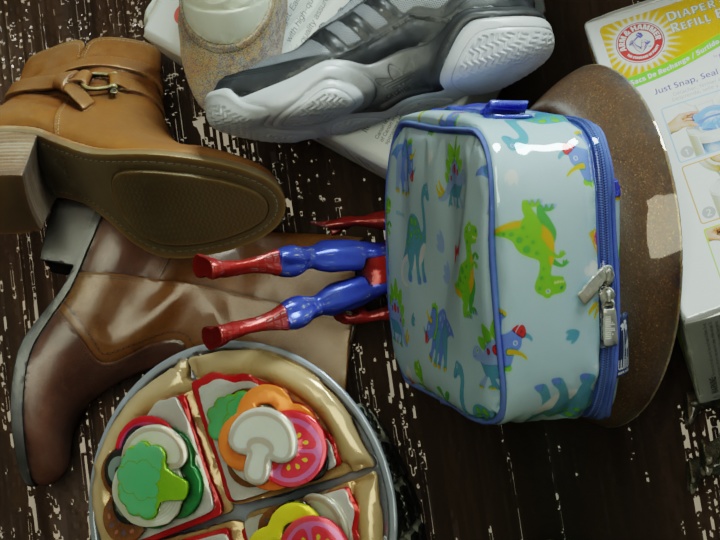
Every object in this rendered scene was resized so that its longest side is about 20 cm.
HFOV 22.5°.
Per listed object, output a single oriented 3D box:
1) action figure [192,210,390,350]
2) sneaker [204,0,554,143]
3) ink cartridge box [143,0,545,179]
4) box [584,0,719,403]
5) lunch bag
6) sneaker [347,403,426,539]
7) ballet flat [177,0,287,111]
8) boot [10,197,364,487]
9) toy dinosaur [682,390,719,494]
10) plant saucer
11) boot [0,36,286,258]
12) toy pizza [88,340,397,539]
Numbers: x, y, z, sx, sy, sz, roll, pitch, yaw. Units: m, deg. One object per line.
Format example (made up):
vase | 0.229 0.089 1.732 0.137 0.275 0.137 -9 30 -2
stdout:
action figure | 0.000 0.000 1.054 0.199 0.052 0.066 -10 92 -24
sneaker | 0.002 -0.145 1.019 0.199 0.075 0.115 -14 80 1
ink cartridge box | -0.009 -0.153 1.101 0.199 0.084 0.145 30 88 12
box | 0.203 -0.048 1.005 0.101 0.113 0.201 -17 60 7
lunch bag | 0.071 -0.010 0.950 0.082 0.200 0.162 -5 97 -14
sneaker | -0.006 0.179 1.054 0.084 0.077 0.201 -9 79 14
ballet flat | -0.075 -0.190 1.042 0.068 0.067 0.201 3 82 12
boot | -0.105 0.055 1.110 0.199 0.069 0.189 11 78 2
toy dinosaur | 0.239 0.080 1.034 0.102 0.077 0.201 1 56 1
plant saucer | 0.117 -0.013 1.001 0.034 0.200 0.202 -2 79 -19
boot | -0.134 -0.085 1.093 0.199 0.074 0.155 5 39 5
toy pizza | -0.074 0.141 1.035 0.199 0.032 0.202 0 90 23
